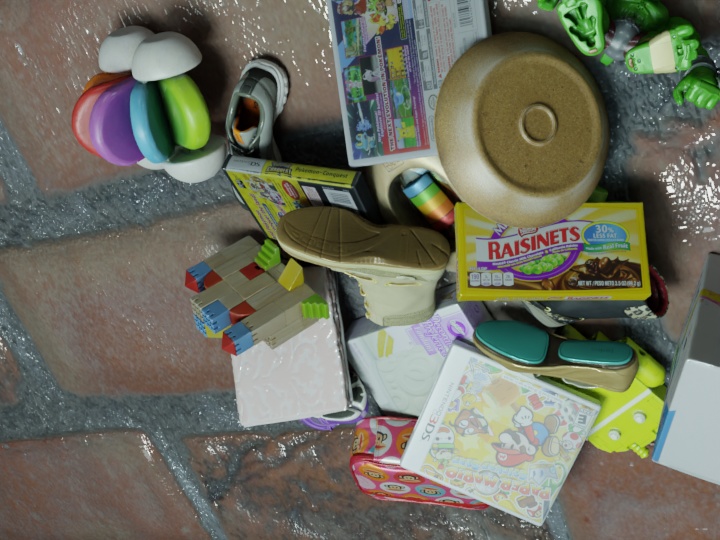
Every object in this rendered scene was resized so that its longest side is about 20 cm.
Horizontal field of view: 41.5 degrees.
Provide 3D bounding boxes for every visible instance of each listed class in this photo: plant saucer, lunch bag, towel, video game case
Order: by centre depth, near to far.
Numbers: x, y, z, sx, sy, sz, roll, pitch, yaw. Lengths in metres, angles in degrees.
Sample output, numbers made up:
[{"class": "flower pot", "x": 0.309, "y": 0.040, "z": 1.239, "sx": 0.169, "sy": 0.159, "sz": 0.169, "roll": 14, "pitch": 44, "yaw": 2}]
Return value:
[{"class": "plant saucer", "x": 0.172, "y": -0.145, "z": 0.956, "sx": 0.200, "sy": 0.200, "sz": 0.035, "roll": 47, "pitch": 167, "yaw": -10}, {"class": "video game case", "x": 0.056, "y": -0.222, "z": 1.016, "sx": 0.181, "sy": 0.023, "sz": 0.202, "roll": -4, "pitch": 98, "yaw": 28}, {"class": "video game case", "x": -0.053, "y": -0.063, "z": 1.159, "sx": 0.179, "sy": 0.026, "sz": 0.200, "roll": 10, "pitch": 152, "yaw": 26}, {"class": "video game case", "x": 0.173, "y": 0.206, "z": 1.191, "sx": 0.198, "sy": 0.023, "sz": 0.183, "roll": 22, "pitch": 107, "yaw": 1}, {"class": "towel", "x": -0.101, "y": 0.103, "z": 1.292, "sx": 0.190, "sy": 0.032, "sz": 0.202, "roll": -13, "pitch": 81, "yaw": 31}, {"class": "lunch bag", "x": 0.088, "y": 0.274, "z": 1.321, "sx": 0.198, "sy": 0.083, "sz": 0.177, "roll": 3, "pitch": 148, "yaw": 11}]

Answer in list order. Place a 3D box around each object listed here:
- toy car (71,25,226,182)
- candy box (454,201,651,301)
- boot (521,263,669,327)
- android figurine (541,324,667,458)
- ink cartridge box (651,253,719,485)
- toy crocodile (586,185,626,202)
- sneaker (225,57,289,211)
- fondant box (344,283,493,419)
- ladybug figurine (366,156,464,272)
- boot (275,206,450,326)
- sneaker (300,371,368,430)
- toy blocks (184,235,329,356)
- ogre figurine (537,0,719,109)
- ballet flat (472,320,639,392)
[{"class": "toy car", "x": -0.265, "y": -0.187, "z": 1.136, "sx": 0.199, "sy": 0.149, "sz": 0.176, "roll": 22, "pitch": 133, "yaw": 45}, {"class": "candy box", "x": 0.198, "y": -0.021, "z": 0.987, "sx": 0.198, "sy": 0.103, "sz": 0.026, "roll": 0, "pitch": 163, "yaw": -1}, {"class": "boot", "x": 0.233, "y": 0.002, "z": 1.043, "sx": 0.153, "sy": 0.074, "sz": 0.203, "roll": -5, "pitch": 152, "yaw": 41}, {"class": "android figurine", "x": 0.302, "y": 0.157, "z": 1.191, "sx": 0.200, "sy": 0.041, "sz": 0.182, "roll": 42, "pitch": 129, "yaw": -3}, {"class": "ink cartridge box", "x": 0.409, "y": 0.108, "z": 1.001, "sx": 0.145, "sy": 0.200, "sz": 0.148, "roll": 17, "pitch": 128, "yaw": 16}, {"class": "toy crocodile", "x": 0.210, "y": -0.071, "z": 1.035, "sx": 0.198, "sy": 0.062, "sz": 0.068, "roll": 15, "pitch": 107, "yaw": -11}, {"class": "sneaker", "x": -0.137, "y": -0.157, "z": 1.163, "sx": 0.073, "sy": 0.080, "sz": 0.202, "roll": 17, "pitch": 129, "yaw": 12}, {"class": "fondant box", "x": 0.090, "y": 0.112, "z": 1.251, "sx": 0.199, "sy": 0.058, "sz": 0.145, "roll": -22, "pitch": 111, "yaw": 34}, {"class": "ladybug figurine", "x": 0.088, "y": -0.090, "z": 1.103, "sx": 0.135, "sy": 0.072, "sz": 0.201, "roll": -26, "pitch": 108, "yaw": 37}, {"class": "boot", "x": 0.000, "y": 0.000, "z": 1.119, "sx": 0.198, "sy": 0.073, "sz": 0.156, "roll": 8, "pitch": 151, "yaw": 2}, {"class": "sneaker", "x": -0.042, "y": 0.189, "z": 1.345, "sx": 0.083, "sy": 0.081, "sz": 0.199, "roll": 41, "pitch": 158, "yaw": -23}, {"class": "toy blocks", "x": -0.152, "y": 0.039, "z": 1.211, "sx": 0.200, "sy": 0.136, "sz": 0.101, "roll": 39, "pitch": 147, "yaw": 37}, {"class": "ogre figurine", "x": 0.252, "y": -0.233, "z": 0.896, "sx": 0.198, "sy": 0.120, "sz": 0.099, "roll": 16, "pitch": 123, "yaw": 13}, {"class": "ballet flat", "x": 0.229, "y": 0.110, "z": 1.133, "sx": 0.198, "sy": 0.069, "sz": 0.063, "roll": 10, "pitch": 134, "yaw": 23}]
